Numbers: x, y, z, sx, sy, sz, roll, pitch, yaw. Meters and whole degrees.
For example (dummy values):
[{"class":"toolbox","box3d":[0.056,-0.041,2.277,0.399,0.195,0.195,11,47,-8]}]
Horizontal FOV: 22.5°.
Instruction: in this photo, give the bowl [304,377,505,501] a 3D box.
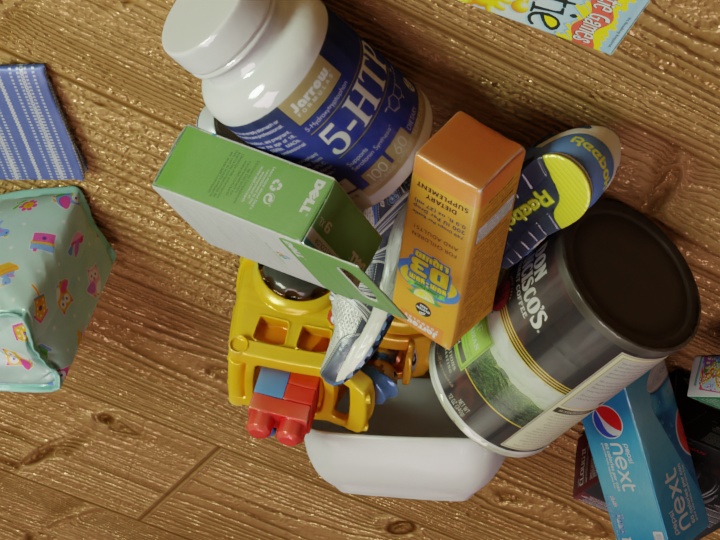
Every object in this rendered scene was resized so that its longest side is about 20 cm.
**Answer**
[{"class":"bowl","box3d":[0.053,0.162,1.736,0.199,0.200,0.075,2,104,12]}]

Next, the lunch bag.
[{"class":"lunch bag","box3d":[-0.348,0.020,1.662,0.199,0.171,0.122,-3,136,21]}]

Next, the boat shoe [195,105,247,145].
[{"class":"boat shoe","box3d":[-0.091,-0.068,1.544,0.067,0.074,0.200,-12,140,30]}]

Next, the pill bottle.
[{"class":"pill bottle","box3d":[-0.050,-0.143,1.380,0.120,0.120,0.200,-20,136,38]}]

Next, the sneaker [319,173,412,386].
[{"class":"sneaker","box3d":[0.000,0.000,1.555,0.085,0.200,0.077,24,-174,5]}]

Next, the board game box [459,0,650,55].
[{"class":"board game box","box3d":[0.101,-0.241,1.207,0.200,0.105,0.103,18,146,-9]}]

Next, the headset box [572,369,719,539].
[{"class":"headset box","box3d":[0.317,0.193,1.808,0.149,0.077,0.200,23,143,-17]}]

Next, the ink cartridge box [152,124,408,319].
[{"class":"ink cartridge box","box3d":[-0.050,-0.037,1.383,0.200,0.059,0.104,21,165,30]}]

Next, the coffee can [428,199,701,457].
[{"class":"coffee can","box3d":[0.173,0.053,1.560,0.146,0.147,0.200,25,137,-20]}]

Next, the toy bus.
[{"class":"toy bus","box3d":[-0.028,0.081,1.640,0.199,0.192,0.136,11,145,3]}]

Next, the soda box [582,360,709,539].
[{"class":"soda box","box3d":[0.257,0.159,1.679,0.064,0.068,0.200,-4,107,46]}]

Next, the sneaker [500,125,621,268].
[{"class":"sneaker","box3d":[0.140,-0.061,1.477,0.074,0.082,0.200,52,146,-10]}]

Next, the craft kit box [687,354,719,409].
[{"class":"craft kit box","box3d":[0.432,0.121,1.618,0.200,0.049,0.197,20,164,-30]}]

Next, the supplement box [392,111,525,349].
[{"class":"supplement box","box3d":[0.076,-0.028,1.448,0.066,0.069,0.200,31,145,20]}]

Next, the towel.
[{"class":"towel","box3d":[-0.348,-0.131,1.580,0.199,0.024,0.145,1,143,12]}]
